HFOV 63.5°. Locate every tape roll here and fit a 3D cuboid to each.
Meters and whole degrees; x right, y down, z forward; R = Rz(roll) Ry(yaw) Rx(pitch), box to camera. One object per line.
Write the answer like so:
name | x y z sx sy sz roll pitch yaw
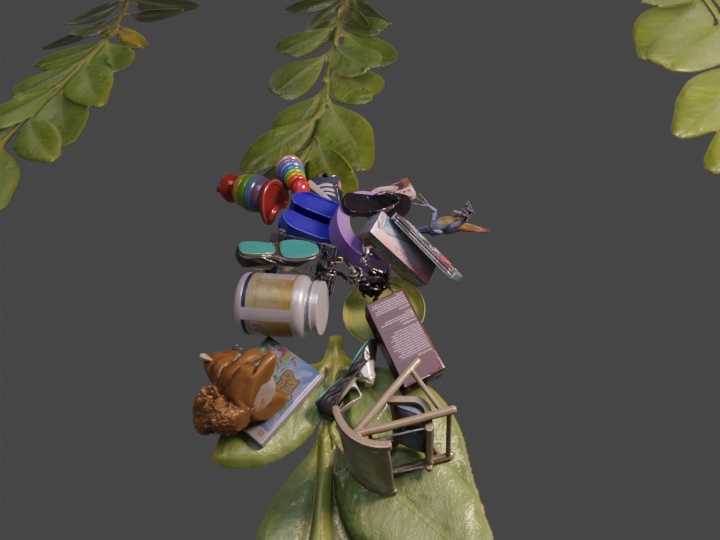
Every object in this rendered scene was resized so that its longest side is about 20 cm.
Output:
tape roll | 0.021 -0.098 1.471 0.196 0.066 0.204 12 59 -20

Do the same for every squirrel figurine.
squirrel figurine | -0.277 0.243 1.209 0.184 0.144 0.200 21 53 33

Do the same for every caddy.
caddy | -0.123 -0.114 1.538 0.196 0.106 0.143 21 56 4

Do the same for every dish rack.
dish rack | -0.147 -0.010 1.445 0.195 0.055 0.157 13 92 10

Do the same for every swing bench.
swing bench | 0.064 0.308 1.084 0.197 0.201 0.130 -27 50 -15

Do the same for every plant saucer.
plant saucer | 0.056 0.101 1.378 0.194 0.031 0.203 -4 50 5

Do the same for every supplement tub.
supplement tub | -0.180 0.082 1.353 0.195 0.146 0.147 3 49 11

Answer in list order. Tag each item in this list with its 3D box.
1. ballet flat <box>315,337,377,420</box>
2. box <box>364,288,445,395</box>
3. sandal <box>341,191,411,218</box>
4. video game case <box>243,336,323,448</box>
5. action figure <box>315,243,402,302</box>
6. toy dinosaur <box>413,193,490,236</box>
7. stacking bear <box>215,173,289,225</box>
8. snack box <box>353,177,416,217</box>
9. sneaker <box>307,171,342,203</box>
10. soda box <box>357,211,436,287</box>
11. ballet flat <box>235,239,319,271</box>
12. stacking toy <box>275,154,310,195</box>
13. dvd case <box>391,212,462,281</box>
ballet flat | -0.012 0.239 1.251 0.068 0.068 0.201 35 72 21
box | 0.093 0.153 1.266 0.098 0.075 0.203 -21 64 -11
sandal | 0.048 -0.166 1.456 0.196 0.043 0.078 -6 65 -29
video game case | -0.209 0.260 1.284 0.180 0.022 0.200 29 59 28
action figure | 0.000 0.000 1.354 0.196 0.120 0.103 18 40 -13
toy dinosaur | 0.208 -0.105 1.509 0.180 0.200 0.106 -31 25 33
stacking bear | -0.322 -0.224 1.668 0.196 0.115 0.122 16 53 27
snack box | 0.054 -0.206 1.648 0.195 0.025 0.073 -18 49 -7
sneaker | -0.074 -0.216 1.636 0.084 0.075 0.200 -38 54 -8
soda box | 0.090 -0.047 1.394 0.063 0.199 0.069 -16 38 56
ballet flat | -0.197 -0.035 1.380 0.195 0.069 0.069 2 47 -13
stacking toy | -0.184 -0.257 1.657 0.084 0.087 0.201 -19 34 -9
dvd case | 0.162 -0.053 1.391 0.022 0.146 0.200 -44 77 9
